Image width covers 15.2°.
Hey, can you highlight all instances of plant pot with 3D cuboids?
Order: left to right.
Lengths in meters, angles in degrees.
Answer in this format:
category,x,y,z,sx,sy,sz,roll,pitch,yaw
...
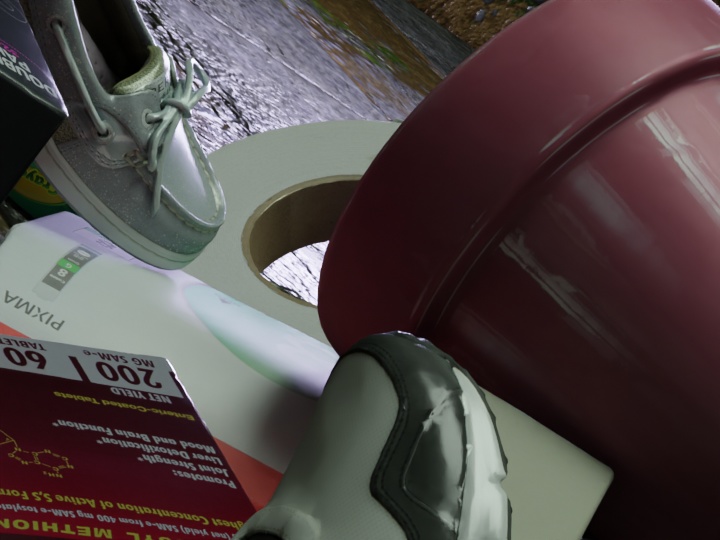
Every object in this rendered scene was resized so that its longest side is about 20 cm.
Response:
category,x,y,z,sx,sy,sz,roll,pitch,yaw
plant pot,0.113,0.019,0.996,0.179,0.200,0.200,46,12,26

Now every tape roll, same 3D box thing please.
category,x,y,z,sx,sy,sz,roll,pitch,yaw
tape roll,0.000,0.000,1.209,0.202,0.037,0.203,1,35,-1

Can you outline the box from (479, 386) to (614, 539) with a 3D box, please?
category,x,y,z,sx,sy,sz,roll,pitch,yaw
box,0.012,0.108,0.858,0.082,0.069,0.200,32,26,7

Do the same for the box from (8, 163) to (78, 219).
category,x,y,z,sx,sy,sz,roll,pitch,yaw
box,-0.195,-0.101,1.278,0.200,0.048,0.117,42,10,0

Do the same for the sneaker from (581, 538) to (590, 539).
category,x,y,z,sx,sy,sz,roll,pitch,yaw
sneaker,0.039,0.135,1.064,0.200,0.075,0.087,30,-45,53

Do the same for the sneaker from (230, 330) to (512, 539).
category,x,y,z,sx,sy,sz,roll,pitch,yaw
sneaker,-0.028,0.101,0.600,0.080,0.201,0.074,26,-19,-18

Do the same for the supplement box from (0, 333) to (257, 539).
category,x,y,z,sx,sy,sz,roll,pitch,yaw
supplement box,-0.079,0.089,0.726,0.108,0.061,0.200,10,24,-29

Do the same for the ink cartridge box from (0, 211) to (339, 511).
category,x,y,z,sx,sy,sz,roll,pitch,yaw
ink cartridge box,-0.076,0.038,1.005,0.160,0.050,0.200,28,7,5

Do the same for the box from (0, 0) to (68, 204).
category,x,y,z,sx,sy,sz,roll,pitch,yaw
box,-0.204,-0.078,0.907,0.148,0.124,0.200,33,12,-27

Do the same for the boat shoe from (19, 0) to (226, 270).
category,x,y,z,sx,sy,sz,roll,pitch,yaw
boat shoe,-0.105,-0.093,1.052,0.203,0.065,0.074,62,25,-14

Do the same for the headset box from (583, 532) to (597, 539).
category,x,y,z,sx,sy,sz,roll,pitch,yaw
headset box,0.153,0.169,1.055,0.075,0.149,0.200,31,12,-40
